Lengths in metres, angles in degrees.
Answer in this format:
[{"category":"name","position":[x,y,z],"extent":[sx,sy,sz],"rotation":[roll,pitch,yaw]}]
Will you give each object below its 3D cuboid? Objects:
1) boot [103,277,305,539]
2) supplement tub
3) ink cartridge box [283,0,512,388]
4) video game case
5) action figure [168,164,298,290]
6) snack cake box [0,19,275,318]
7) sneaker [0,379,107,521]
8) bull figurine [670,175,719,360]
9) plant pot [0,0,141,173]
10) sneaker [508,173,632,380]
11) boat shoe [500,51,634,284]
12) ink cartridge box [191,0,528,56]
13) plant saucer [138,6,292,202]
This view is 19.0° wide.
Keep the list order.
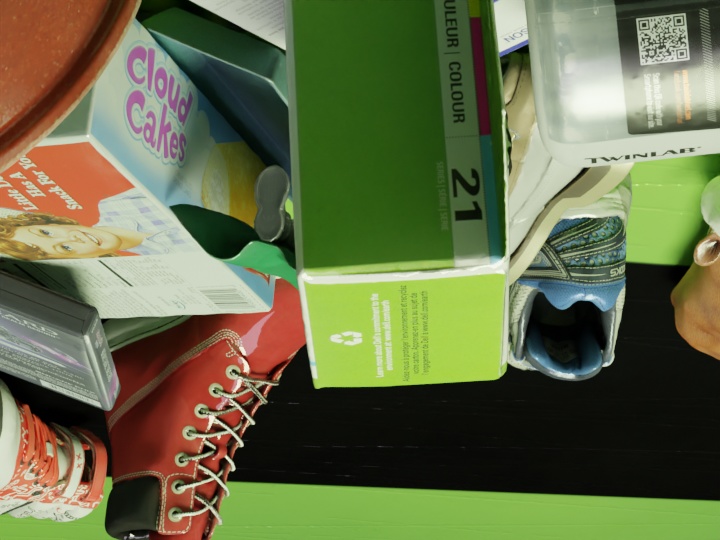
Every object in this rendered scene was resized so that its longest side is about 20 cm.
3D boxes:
[{"category":"boot","position":[-0.065,0.074,1.135],"extent":[0.072,0.145,0.200],"rotation":[20,146,-39]},{"category":"supplement tub","position":[0.158,-0.107,0.778],"extent":[0.199,0.123,0.123],"rotation":[-6,157,6]},{"category":"ink cartridge box","position":[0.010,-0.065,0.739],"extent":[0.075,0.148,0.200],"rotation":[-4,155,2]},{"category":"video game case","position":[-0.189,0.020,1.040],"extent":[0.142,0.019,0.200],"rotation":[21,166,1]},{"category":"action figure","position":[0.000,0.000,0.965],"extent":[0.118,0.055,0.200],"rotation":[24,176,15]},{"category":"snack cake box","position":[-0.123,-0.043,0.937],"extent":[0.115,0.067,0.200],"rotation":[-2,159,19]},{"category":"sneaker","position":[-0.199,0.104,1.284],"extent":[0.108,0.067,0.201],"rotation":[4,159,-19]},{"category":"bull figurine","position":[0.217,0.006,1.099],"extent":[0.121,0.065,0.200],"rotation":[29,165,6]},{"category":"plant pot","position":[-0.179,-0.141,0.585],"extent":[0.200,0.201,0.195],"rotation":[-8,148,9]},{"category":"sneaker","position":[0.095,0.021,1.111],"extent":[0.077,0.085,0.200],"rotation":[-2,157,-3]},{"category":"boat shoe","position":[0.061,-0.048,0.977],"extent":[0.068,0.075,0.200],"rotation":[20,151,-12]},{"category":"ink cartridge box","position":[-0.016,-0.124,0.822],"extent":[0.095,0.037,0.200],"rotation":[-22,148,34]},{"category":"plant saucer","position":[-0.030,-0.059,0.955],"extent":[0.070,0.019,0.200],"rotation":[24,169,26]}]
